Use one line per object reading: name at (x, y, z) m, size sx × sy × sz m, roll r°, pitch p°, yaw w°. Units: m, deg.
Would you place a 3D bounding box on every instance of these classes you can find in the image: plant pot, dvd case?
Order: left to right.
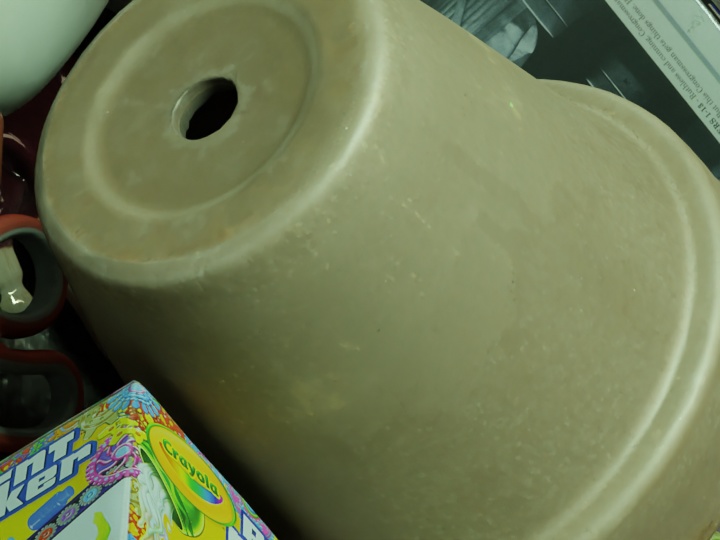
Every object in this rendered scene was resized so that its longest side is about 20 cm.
plant pot at (0.000, 0.000, 0.831) m, size 0.175 × 0.200 × 0.201 m, roll 48°, pitch 33°, yaw -46°
dvd case at (0.047, -0.026, 0.989) m, size 0.150 × 0.200 × 0.025 m, roll 52°, pitch 20°, yaw 7°

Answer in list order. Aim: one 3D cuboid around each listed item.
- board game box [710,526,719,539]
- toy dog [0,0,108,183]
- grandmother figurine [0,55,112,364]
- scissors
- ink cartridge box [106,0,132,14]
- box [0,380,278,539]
board game box at (0.098, 0.071, 0.878) m, size 0.200 × 0.120 × 0.032 m, roll -62°, pitch 150°, yaw -26°
toy dog at (-0.073, -0.091, 0.852) m, size 0.132 × 0.200 × 0.096 m, roll 25°, pitch 31°, yaw -59°
grandmother figurine at (-0.099, -0.030, 0.961) m, size 0.200 × 0.061 × 0.121 m, roll 48°, pitch 29°, yaw -17°
scissors at (-0.146, 0.008, 0.814) m, size 0.200 × 0.014 × 0.073 m, roll 14°, pitch 75°, yaw -54°
ink cartridge box at (-0.094, -0.156, 0.970) m, size 0.200 × 0.146 × 0.084 m, roll 30°, pitch 79°, yaw -32°
box at (-0.048, 0.175, 0.746) m, size 0.200 × 0.122 × 0.193 m, roll 50°, pitch 18°, yaw -26°
